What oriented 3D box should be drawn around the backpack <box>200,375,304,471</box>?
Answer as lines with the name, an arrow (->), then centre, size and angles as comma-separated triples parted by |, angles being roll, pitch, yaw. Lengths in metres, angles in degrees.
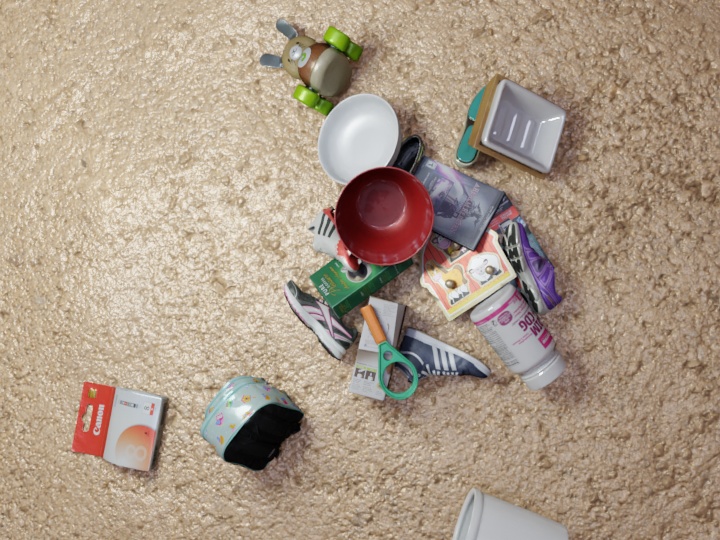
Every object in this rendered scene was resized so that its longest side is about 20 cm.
backpack -> -0.234, 0.309, 1.581 | 0.153, 0.200, 0.176 | 42, 92, 22

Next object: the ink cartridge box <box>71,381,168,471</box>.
ink cartridge box -> -0.535, 0.339, 1.679 | 0.197, 0.050, 0.164 | 10, 87, 2

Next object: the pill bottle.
pill bottle -> 0.329, 0.140, 1.582 | 0.113, 0.113, 0.201 | -38, 93, 1

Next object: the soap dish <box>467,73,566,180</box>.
soap dish -> 0.324, -0.296, 1.595 | 0.198, 0.081, 0.159 | 18, 88, -28

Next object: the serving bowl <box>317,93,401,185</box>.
serving bowl -> 0.007, -0.273, 1.648 | 0.198, 0.066, 0.203 | -6, 77, 28

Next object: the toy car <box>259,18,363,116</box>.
toy car -> -0.125, -0.460, 1.655 | 0.199, 0.158, 0.165 | 33, 100, 17

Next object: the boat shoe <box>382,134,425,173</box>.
boat shoe -> 0.071, -0.206, 1.656 | 0.071, 0.061, 0.202 | 32, 89, 7

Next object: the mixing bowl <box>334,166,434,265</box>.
mixing bowl -> 0.046, -0.123, 1.559 | 0.197, 0.109, 0.203 | 0, 109, -1

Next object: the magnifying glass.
magnifying glass -> 0.052, 0.164, 1.544 | 0.079, 0.022, 0.202 | -25, 89, -1

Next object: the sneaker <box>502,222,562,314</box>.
sneaker -> 0.361, -0.010, 1.605 | 0.083, 0.081, 0.202 | -23, 93, -14

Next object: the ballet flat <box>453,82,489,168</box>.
ballet flat -> 0.254, -0.309, 1.648 | 0.069, 0.069, 0.202 | 26, 83, 6

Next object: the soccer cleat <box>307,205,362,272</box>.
soccer cleat -> -0.057, -0.054, 1.620 | 0.085, 0.069, 0.201 | -38, 46, 12

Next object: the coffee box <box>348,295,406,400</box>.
coffee box -> 0.038, 0.161, 1.610 | 0.079, 0.114, 0.202 | 13, 88, 5

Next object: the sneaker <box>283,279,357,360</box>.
sneaker -> -0.084, 0.094, 1.653 | 0.086, 0.080, 0.200 | -41, 91, -12

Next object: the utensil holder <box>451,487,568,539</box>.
utensil holder -> 0.296, 0.555, 1.540 | 0.198, 0.170, 0.172 | 19, 88, 3

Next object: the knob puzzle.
knob puzzle -> 0.207, -0.024, 1.625 | 0.217, 0.030, 0.223 | -1, 87, 22

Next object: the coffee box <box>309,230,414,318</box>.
coffee box -> 0.000, 0.000, 1.618 | 0.199, 0.044, 0.123 | -37, 45, -7

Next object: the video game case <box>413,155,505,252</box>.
video game case -> 0.188, -0.145, 1.634 | 0.199, 0.019, 0.144 | 27, 80, 19

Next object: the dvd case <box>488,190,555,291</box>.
dvd case -> 0.304, -0.049, 1.648 | 0.145, 0.022, 0.201 | -34, 84, 2

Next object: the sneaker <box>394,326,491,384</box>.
sneaker -> 0.167, 0.208, 1.612 | 0.198, 0.070, 0.109 | 25, 78, 13
